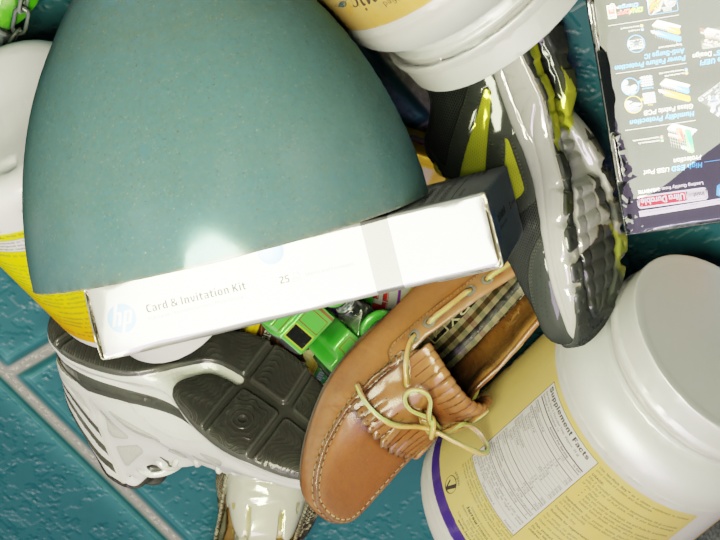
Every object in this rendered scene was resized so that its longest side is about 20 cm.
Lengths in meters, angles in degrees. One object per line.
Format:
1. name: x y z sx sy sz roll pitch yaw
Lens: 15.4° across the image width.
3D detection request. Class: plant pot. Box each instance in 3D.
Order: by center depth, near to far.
1. plant pot: -0.080 -0.079 1.294 0.199 0.200 0.135 -13 96 16

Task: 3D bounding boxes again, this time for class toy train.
1. toy train: -0.037 0.011 1.473 0.056 0.042 0.200 -47 129 1

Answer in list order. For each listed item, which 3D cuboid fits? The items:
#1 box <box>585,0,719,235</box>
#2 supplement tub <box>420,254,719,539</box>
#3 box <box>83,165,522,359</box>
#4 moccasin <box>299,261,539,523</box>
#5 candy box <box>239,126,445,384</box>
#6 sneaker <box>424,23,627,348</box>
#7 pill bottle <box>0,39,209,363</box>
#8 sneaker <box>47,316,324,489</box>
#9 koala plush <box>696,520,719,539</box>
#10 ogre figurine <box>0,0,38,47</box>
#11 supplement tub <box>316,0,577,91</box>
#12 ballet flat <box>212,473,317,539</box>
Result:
1. box: 0.222 -0.112 1.378 0.199 0.046 0.160 -8 104 12
2. supplement tub: 0.142 0.097 1.506 0.145 0.146 0.200 31 130 -17
3. box: -0.023 -0.006 1.326 0.199 0.156 0.041 -14 95 9
4. moccasin: 0.043 0.059 1.469 0.201 0.078 0.074 -46 129 -5
5. candy box: 0.000 0.000 1.533 0.102 0.026 0.200 16 128 -11
6. sneaker: 0.083 -0.054 1.429 0.084 0.074 0.201 -14 89 33
7. pill bottle: -0.148 -0.030 1.456 0.109 0.110 0.200 -17 143 18
8. sneaker: -0.091 0.092 1.569 0.200 0.076 0.116 26 146 19
9. koala plush: 0.331 0.192 1.567 0.199 0.185 0.177 6 153 -31
10. ogre figurine: -0.280 -0.123 1.431 0.199 0.098 0.120 -6 121 -31
11. supplement tub: 0.013 -0.200 1.303 0.144 0.145 0.200 -31 119 26
12. ballet flat: -0.062 0.163 1.633 0.067 0.075 0.201 12 127 -2
